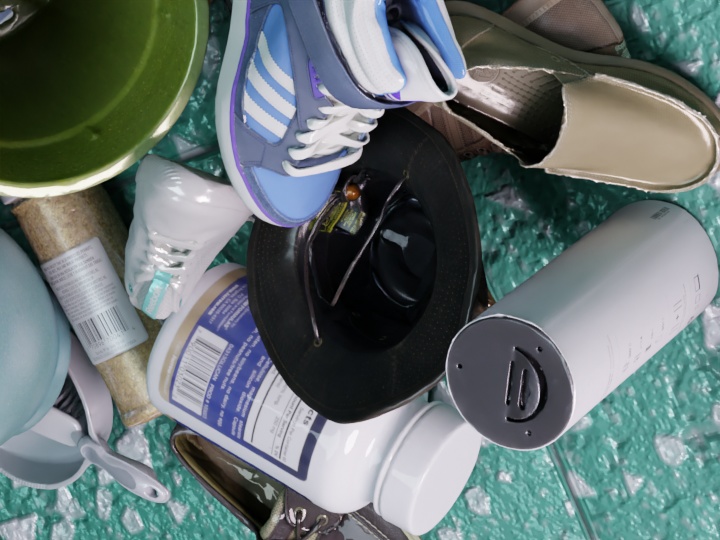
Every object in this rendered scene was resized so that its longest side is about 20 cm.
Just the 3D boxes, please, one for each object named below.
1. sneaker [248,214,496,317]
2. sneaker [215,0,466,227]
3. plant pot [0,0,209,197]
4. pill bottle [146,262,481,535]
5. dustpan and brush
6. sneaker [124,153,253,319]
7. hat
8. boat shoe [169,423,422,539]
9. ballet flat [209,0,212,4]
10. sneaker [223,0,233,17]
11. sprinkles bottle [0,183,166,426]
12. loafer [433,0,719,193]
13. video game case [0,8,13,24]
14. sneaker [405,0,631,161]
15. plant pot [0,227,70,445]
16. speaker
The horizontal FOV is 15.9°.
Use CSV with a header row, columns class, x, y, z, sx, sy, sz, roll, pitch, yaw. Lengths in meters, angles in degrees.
class,x,y,z,sx,sy,sz,roll,pitch,yaw
sneaker,0.000,0.000,1.609,0.200,0.067,0.090,48,117,16
sneaker,-0.007,-0.094,1.411,0.146,0.081,0.200,31,129,44
plant pot,-0.215,-0.169,1.558,0.190,0.200,0.200,-136,41,-59
pill bottle,-0.027,0.086,1.641,0.200,0.111,0.111,29,123,21
dustpan and brush,-0.201,0.109,1.799,0.200,0.057,0.140,24,120,24
sneaker,-0.114,-0.014,1.583,0.075,0.200,0.089,21,80,-4
hat,0.023,0.001,1.506,0.201,0.081,0.201,-16,68,44
boat shoe,-0.045,0.160,1.714,0.200,0.065,0.073,34,123,17
ballet flat,-0.143,-0.150,1.648,0.071,0.071,0.200,41,127,13
sneaker,-0.034,-0.149,1.545,0.088,0.076,0.200,39,165,36
sprinkles bottle,-0.175,0.004,1.734,0.068,0.068,0.200,-25,95,38
loafer,0.117,-0.085,1.450,0.200,0.067,0.076,17,127,-12
video game case,-0.280,-0.256,1.722,0.182,0.023,0.200,-35,88,39
sneaker,0.076,-0.093,1.523,0.076,0.070,0.200,48,129,1
plant pot,-0.282,0.048,1.741,0.200,0.134,0.200,-7,78,36
speaker,0.128,0.028,1.455,0.081,0.200,0.081,13,117,27
